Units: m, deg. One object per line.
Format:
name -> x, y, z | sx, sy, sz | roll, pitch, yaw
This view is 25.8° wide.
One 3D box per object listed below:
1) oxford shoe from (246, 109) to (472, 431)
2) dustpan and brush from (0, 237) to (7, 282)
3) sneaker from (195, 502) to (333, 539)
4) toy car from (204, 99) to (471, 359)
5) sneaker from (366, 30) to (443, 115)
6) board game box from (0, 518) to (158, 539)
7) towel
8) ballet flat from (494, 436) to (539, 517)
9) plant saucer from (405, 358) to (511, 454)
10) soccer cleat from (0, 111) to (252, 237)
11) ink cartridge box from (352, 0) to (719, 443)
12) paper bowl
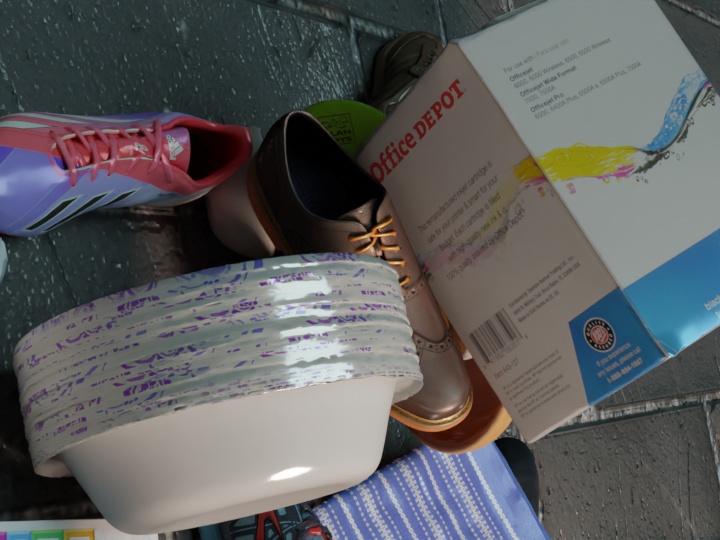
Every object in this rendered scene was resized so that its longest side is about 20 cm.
oxford shoe -> 0.000, 0.000, 0.885 | 0.071, 0.073, 0.200 | -31, 78, -22
dustpan and brush -> -0.188, 0.020, 0.722 | 0.057, 0.140, 0.200 | 12, 19, -19
sneaker -> -0.040, 0.162, 0.910 | 0.079, 0.095, 0.201 | 22, 59, -56
toy car -> -0.005, -0.005, 1.008 | 0.150, 0.174, 0.201 | 104, -25, -69
sneaker -> 0.047, -0.130, 1.215 | 0.071, 0.075, 0.200 | 60, 33, -25
board game box -> -0.164, 0.187, 0.744 | 0.200, 0.034, 0.135 | 12, 67, -58
towel -> 0.057, 0.193, 1.066 | 0.200, 0.024, 0.145 | -23, 81, -47
ballet flat -> 0.089, 0.199, 1.152 | 0.073, 0.073, 0.201 | 46, 43, -41
plant saucer -> 0.069, 0.023, 1.070 | 0.037, 0.200, 0.201 | -2, 77, -28
soccer cleat -> -0.137, -0.060, 0.859 | 0.200, 0.076, 0.067 | -11, 87, -62
ink cartridge box -> 0.122, -0.038, 0.889 | 0.144, 0.147, 0.200 | -28, 82, -33
paper bowl -> -0.067, 0.069, 0.790 | 0.200, 0.200, 0.105 | 5, 69, -60
